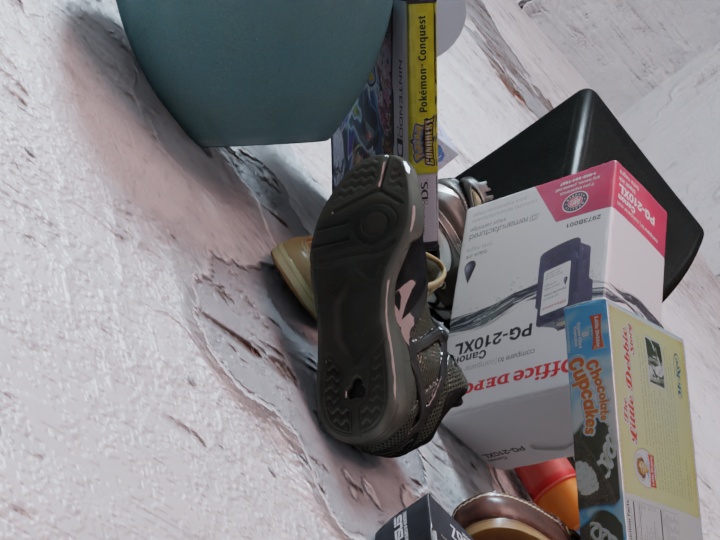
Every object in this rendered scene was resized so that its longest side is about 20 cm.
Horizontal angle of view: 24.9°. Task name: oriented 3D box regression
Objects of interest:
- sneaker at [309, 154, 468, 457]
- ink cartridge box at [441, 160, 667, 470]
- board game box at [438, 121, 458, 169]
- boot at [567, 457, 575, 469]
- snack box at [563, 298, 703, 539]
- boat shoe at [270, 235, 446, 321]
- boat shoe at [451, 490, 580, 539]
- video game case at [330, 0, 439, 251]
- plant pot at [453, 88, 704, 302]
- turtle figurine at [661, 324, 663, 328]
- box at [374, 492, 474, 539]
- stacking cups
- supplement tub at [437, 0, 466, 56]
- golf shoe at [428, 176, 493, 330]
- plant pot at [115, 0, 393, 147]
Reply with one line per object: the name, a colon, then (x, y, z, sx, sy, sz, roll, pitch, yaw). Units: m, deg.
sneaker: (0.020, 0.029, 1.071, 0.114, 0.076, 0.201, 42, 43, -59)
ink cartridge box: (0.148, 0.035, 1.239, 0.084, 0.144, 0.201, 39, 47, -36)
board game box: (0.000, -0.213, 1.677, 0.199, 0.041, 0.201, 31, 27, -54)
boot: (0.181, 0.132, 1.371, 0.201, 0.067, 0.131, 64, 35, -32)
snack box: (0.186, 0.129, 1.095, 0.116, 0.037, 0.201, 25, 57, -49)
boat shoe: (0.000, 0.000, 1.170, 0.074, 0.063, 0.200, 58, 17, 15)
boat shoe: (0.110, 0.189, 1.065, 0.200, 0.070, 0.071, 51, 24, -47)
video game case: (0.014, -0.123, 1.235, 0.200, 0.025, 0.182, -145, -128, -68)
plant pot: (0.193, -0.018, 1.563, 0.200, 0.199, 0.178, 49, 26, -13)
turtle figurine: (0.288, 0.078, 1.796, 0.200, 0.101, 0.150, 53, 14, 21)
box: (0.089, 0.245, 0.931, 0.200, 0.043, 0.160, 47, 16, -22)
stacking cups: (0.185, 0.216, 1.244, 0.060, 0.060, 0.201, 29, 28, -56)
supplement tub: (0.044, -0.338, 1.884, 0.145, 0.144, 0.200, 43, 18, -32)
golf shoe: (0.080, 0.025, 1.362, 0.094, 0.078, 0.201, -17, 88, -29)
plant pot: (-0.070, -0.155, 1.130, 0.200, 0.199, 0.136, -26, 114, -74)
